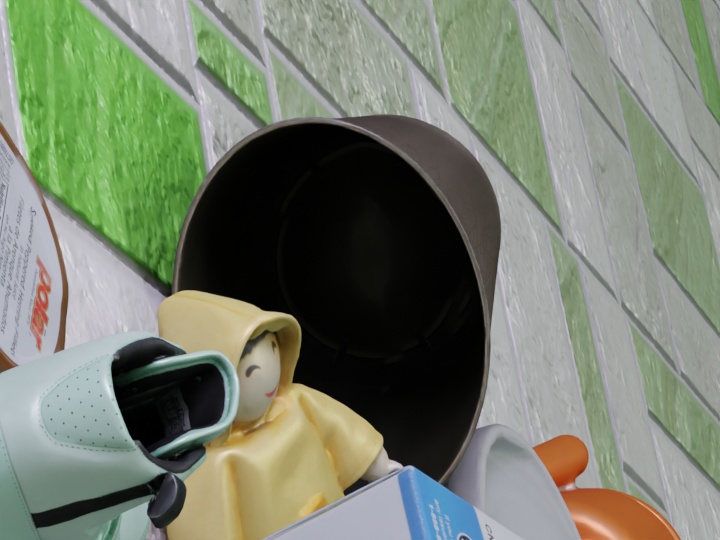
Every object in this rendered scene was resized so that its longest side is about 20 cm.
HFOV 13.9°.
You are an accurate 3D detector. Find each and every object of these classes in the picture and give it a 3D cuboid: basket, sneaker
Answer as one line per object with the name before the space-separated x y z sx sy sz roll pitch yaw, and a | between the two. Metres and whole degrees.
basket | 0.000 0.000 1.351 0.200 0.136 0.181 -62 144 -74
sneaker | -0.082 0.070 1.007 0.200 0.118 0.074 21 52 -72

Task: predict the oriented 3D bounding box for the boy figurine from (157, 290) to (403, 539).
boy figurine | -0.028 0.095 1.217 0.124 0.064 0.201 -32 114 -39

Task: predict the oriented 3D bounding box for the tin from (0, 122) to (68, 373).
tin | -0.157 -0.034 1.016 0.112 0.042 0.200 -84 153 -46

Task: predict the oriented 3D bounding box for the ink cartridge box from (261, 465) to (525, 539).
ink cartridge box | 0.055 0.185 1.152 0.200 0.084 0.145 36 32 -47

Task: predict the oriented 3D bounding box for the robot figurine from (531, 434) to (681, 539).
robot figurine | 0.116 0.173 1.581 0.144 0.117 0.200 43 10 13

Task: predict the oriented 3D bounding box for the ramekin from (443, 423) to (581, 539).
ramekin | 0.052 0.180 1.392 0.202 0.094 0.203 -17 90 -73
